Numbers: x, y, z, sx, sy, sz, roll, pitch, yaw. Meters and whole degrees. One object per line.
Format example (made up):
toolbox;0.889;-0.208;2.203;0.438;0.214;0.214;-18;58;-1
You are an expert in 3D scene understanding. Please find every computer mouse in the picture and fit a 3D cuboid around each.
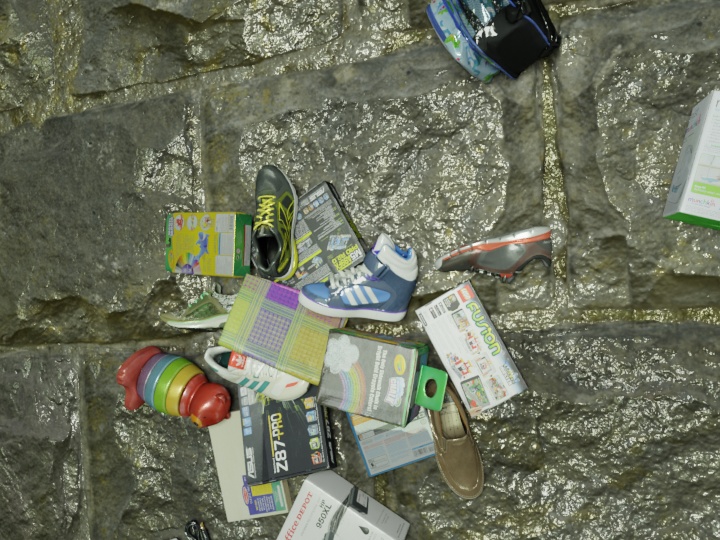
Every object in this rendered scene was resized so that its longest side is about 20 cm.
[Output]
computer mouse;-0.378;0.575;1.078;0.197;0.044;0.112;-26;85;14

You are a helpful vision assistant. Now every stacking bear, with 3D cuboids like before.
stacking bear;-0.335;0.228;1.028;0.196;0.114;0.123;20;132;15

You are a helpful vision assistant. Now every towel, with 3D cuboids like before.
towel;-0.129;0.101;0.940;0.196;0.023;0.146;21;64;-3

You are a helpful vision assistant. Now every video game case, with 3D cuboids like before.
video game case;0.044;0.247;0.974;0.141;0.018;0.204;-22;85;15

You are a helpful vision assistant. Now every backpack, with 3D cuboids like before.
backpack;0.189;-0.409;0.847;0.146;0.181;0.204;-30;73;34

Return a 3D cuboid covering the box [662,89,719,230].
box;0.572;-0.143;0.785;0.195;0.097;0.181;15;94;15

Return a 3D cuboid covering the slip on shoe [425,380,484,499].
slip on shoe;0.159;0.283;0.913;0.074;0.061;0.205;-13;84;-3

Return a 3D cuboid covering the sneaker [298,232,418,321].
sneaker;0.000;0.000;0.921;0.195;0.081;0.150;8;112;-6

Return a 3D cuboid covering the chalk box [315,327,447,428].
chalk box;0.045;0.174;0.899;0.195;0.124;0.128;11;88;16

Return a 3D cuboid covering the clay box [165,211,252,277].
clay box;-0.291;-0.050;1.029;0.196;0.047;0.118;4;91;35

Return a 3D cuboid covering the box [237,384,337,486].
box;-0.134;0.264;0.976;0.158;0.049;0.205;-16;68;14

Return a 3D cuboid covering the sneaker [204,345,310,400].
sneaker;-0.183;0.173;0.944;0.195;0.094;0.072;11;73;22

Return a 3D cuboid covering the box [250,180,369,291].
box;-0.099;-0.040;0.997;0.198;0.044;0.162;-33;83;14

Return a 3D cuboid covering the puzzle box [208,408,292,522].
puzzle box;-0.212;0.366;1.040;0.130;0.025;0.205;-13;87;13

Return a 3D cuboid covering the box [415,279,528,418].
box;0.187;0.131;0.924;0.109;0.035;0.203;-29;83;14

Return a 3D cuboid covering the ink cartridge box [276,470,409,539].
ink cartridge box;-0.034;0.467;0.962;0.197;0.084;0.147;28;97;14

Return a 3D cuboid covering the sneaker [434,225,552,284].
sneaker;0.220;-0.013;0.896;0.195;0.077;0.084;-14;93;16

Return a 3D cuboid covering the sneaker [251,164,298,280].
sneaker;-0.150;-0.085;0.944;0.073;0.084;0.205;-9;88;15

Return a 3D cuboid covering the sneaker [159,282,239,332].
sneaker;-0.288;0.070;1.045;0.195;0.077;0.091;-3;77;10
